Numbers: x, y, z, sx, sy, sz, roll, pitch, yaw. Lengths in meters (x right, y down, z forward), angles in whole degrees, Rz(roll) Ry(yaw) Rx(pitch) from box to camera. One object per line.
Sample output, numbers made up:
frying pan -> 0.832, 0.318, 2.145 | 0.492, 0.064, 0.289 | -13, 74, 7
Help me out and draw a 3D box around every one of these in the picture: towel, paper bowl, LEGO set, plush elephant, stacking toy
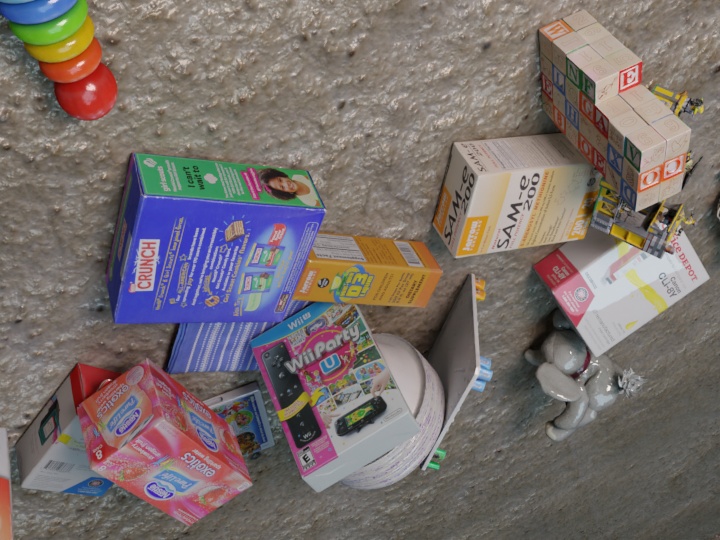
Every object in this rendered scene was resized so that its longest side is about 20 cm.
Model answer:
towel -> -0.140, 0.081, 1.027 | 0.197, 0.024, 0.146 | 3, 130, -31
paper bowl -> 0.004, 0.174, 1.062 | 0.199, 0.202, 0.105 | -35, 130, 7
LEGO set -> 0.371, -0.115, 0.976 | 0.200, 0.115, 0.155 | -50, 157, -31
plush elephant -> 0.333, 0.156, 1.280 | 0.166, 0.154, 0.200 | -55, -172, -28
stacking toy -> -0.249, -0.206, 0.652 | 0.084, 0.086, 0.201 | -22, 145, -7

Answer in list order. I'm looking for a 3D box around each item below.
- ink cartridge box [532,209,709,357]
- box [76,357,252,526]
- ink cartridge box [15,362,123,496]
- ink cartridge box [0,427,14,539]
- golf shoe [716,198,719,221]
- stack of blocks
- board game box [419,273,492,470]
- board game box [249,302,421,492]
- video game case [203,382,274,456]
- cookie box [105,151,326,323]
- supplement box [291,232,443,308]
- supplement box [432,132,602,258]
ink cartridge box -> 0.374, 0.003, 1.157 | 0.199, 0.084, 0.146 | -37, 115, 8
box -> -0.227, 0.208, 0.949 | 0.102, 0.095, 0.201 | -32, 138, 1
ink cartridge box -> -0.324, 0.189, 0.997 | 0.115, 0.068, 0.200 | 23, 117, -43
ink cartridge box -> -0.496, 0.255, 0.896 | 0.198, 0.164, 0.050 | 8, 134, -35
golf shoe -> 0.579, -0.087, 1.228 | 0.091, 0.073, 0.202 | -16, 127, -5
stack of blocks -> 0.268, -0.175, 0.867 | 0.058, 0.201, 0.116 | -23, 140, -5
board game box -> 0.128, 0.139, 1.106 | 0.025, 0.201, 0.202 | 16, 126, -7
board game box -> -0.035, 0.140, 0.982 | 0.146, 0.201, 0.064 | -30, 142, 2
video game case -> -0.226, 0.238, 1.137 | 0.197, 0.018, 0.144 | -18, 137, -12
cookie box -> -0.159, -0.029, 0.869 | 0.197, 0.076, 0.172 | 2, 130, -30
supplement box -> 0.000, 0.000, 0.993 | 0.197, 0.069, 0.067 | 5, 127, -30
supplement box -> 0.201, -0.096, 1.003 | 0.197, 0.074, 0.127 | -9, 134, -21
